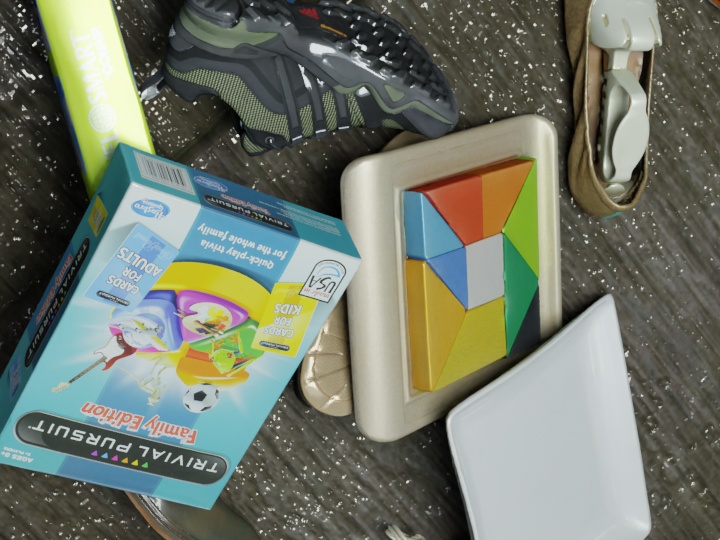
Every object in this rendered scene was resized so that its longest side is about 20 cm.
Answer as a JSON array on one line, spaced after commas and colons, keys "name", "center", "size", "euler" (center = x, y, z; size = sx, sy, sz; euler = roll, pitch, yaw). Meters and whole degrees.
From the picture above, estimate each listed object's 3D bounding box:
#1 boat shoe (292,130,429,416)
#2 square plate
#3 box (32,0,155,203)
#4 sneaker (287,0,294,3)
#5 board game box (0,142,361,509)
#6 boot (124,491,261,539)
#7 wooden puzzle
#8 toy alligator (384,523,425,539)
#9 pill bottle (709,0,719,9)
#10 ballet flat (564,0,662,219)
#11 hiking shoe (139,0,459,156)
[{"name": "boat shoe", "center": [0.000, 0.000, 0.991], "size": [0.072, 0.065, 0.202], "euler": [24, 77, -24]}, {"name": "square plate", "center": [0.131, 0.144, 1.036], "size": [0.199, 0.028, 0.200], "euler": [-31, 116, -41]}, {"name": "box", "center": [-0.160, -0.113, 0.890], "size": [0.047, 0.122, 0.202], "euler": [-16, 106, -10]}, {"name": "sneaker", "center": [-0.074, -0.238, 0.923], "size": [0.082, 0.071, 0.202], "euler": [2, 107, 8]}, {"name": "board game box", "center": [-0.113, 0.040, 0.870], "size": [0.150, 0.047, 0.201], "euler": [18, 116, -29]}, {"name": "boot", "center": [-0.117, 0.117, 0.981], "size": [0.200, 0.075, 0.097], "euler": [42, 93, -18]}, {"name": "wooden puzzle", "center": [0.071, 0.002, 0.983], "size": [0.199, 0.037, 0.187], "euler": [-17, 110, -43]}, {"name": "toy alligator", "center": [0.106, 0.222, 1.074], "size": [0.200, 0.059, 0.054], "euler": [39, 91, -20]}, {"name": "pill bottle", "center": [0.301, -0.212, 0.952], "size": [0.109, 0.200, 0.111], "euler": [-3, 104, -15]}, {"name": "ballet flat", "center": [0.175, -0.132, 1.004], "size": [0.067, 0.072, 0.202], "euler": [-1, 103, -14]}, {"name": "hiking shoe", "center": [-0.034, -0.115, 0.917], "size": [0.199, 0.076, 0.101], "euler": [19, 128, -27]}]
